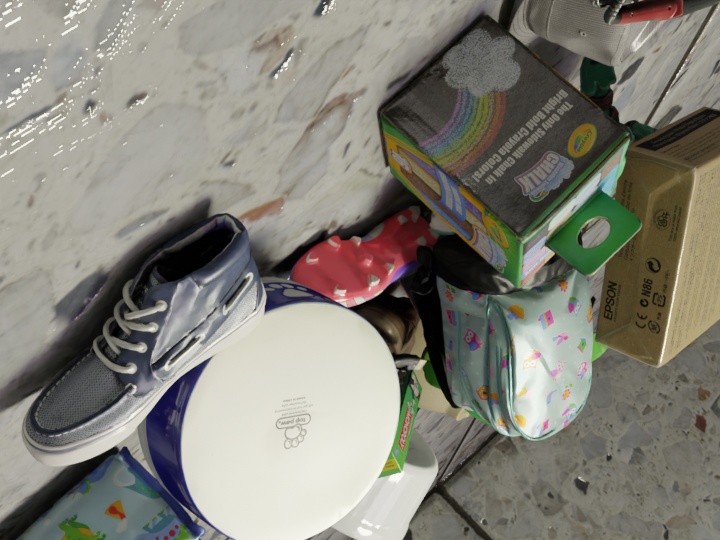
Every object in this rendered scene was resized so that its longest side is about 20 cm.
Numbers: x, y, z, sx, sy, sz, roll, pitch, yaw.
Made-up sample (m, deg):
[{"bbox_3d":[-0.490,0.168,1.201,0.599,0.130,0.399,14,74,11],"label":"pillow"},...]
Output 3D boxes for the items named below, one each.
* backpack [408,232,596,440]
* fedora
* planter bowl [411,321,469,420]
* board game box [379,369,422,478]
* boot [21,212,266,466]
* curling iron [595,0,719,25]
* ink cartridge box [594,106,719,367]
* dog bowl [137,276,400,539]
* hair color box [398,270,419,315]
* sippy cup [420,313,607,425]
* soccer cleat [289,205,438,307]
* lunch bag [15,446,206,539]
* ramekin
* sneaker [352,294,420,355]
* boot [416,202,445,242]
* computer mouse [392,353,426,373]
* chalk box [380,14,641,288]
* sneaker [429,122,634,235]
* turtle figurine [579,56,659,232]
[{"bbox_3d":[0.141,0.057,1.082,0.167,0.127,0.200,-18,118,-28],"label":"backpack"},{"bbox_3d":[0.209,-0.233,0.945,0.177,0.090,0.200,-36,162,-30],"label":"fedora"},{"bbox_3d":[0.120,0.103,1.480,0.200,0.135,0.200,-42,164,-15],"label":"planter bowl"},{"bbox_3d":[-0.042,0.171,1.156,0.200,0.029,0.135,-18,-155,22],"label":"board game box"},{"bbox_3d":[-0.153,0.042,0.787,0.200,0.073,0.090,-40,149,-23],"label":"boot"},{"bbox_3d":[0.235,-0.208,0.882,0.200,0.026,0.050,-12,138,-51],"label":"curling iron"},{"bbox_3d":[0.299,-0.035,1.079,0.165,0.075,0.200,-27,128,-45],"label":"ink cartridge box"},{"bbox_3d":[-0.069,0.110,0.914,0.200,0.079,0.201,-9,106,-32],"label":"dog bowl"},{"bbox_3d":[0.113,0.014,1.279,0.111,0.064,0.200,-30,172,6],"label":"hair color box"},{"bbox_3d":[0.164,0.082,1.237,0.130,0.177,0.140,-44,157,-72],"label":"sippy cup"},{"bbox_3d":[0.000,0.000,1.056,0.200,0.067,0.077,-31,163,-49],"label":"soccer cleat"},{"bbox_3d":[-0.232,0.263,1.029,0.170,0.127,0.200,-42,177,-20],"label":"lunch bag"},{"bbox_3d":[-0.008,0.210,1.322,0.098,0.200,0.200,-56,162,10],"label":"ramekin"},{"bbox_3d":[0.028,0.055,1.288,0.076,0.070,0.200,-62,171,-13],"label":"sneaker"},{"bbox_3d":[0.139,-0.094,1.184,0.200,0.064,0.187,-18,149,-49],"label":"boot"},{"bbox_3d":[0.018,0.104,1.242,0.140,0.046,0.200,-17,155,32],"label":"computer mouse"},{"bbox_3d":[0.130,-0.078,0.930,0.124,0.200,0.124,-43,164,-8],"label":"chalk box"},{"bbox_3d":[0.146,-0.103,1.034,0.200,0.091,0.078,-21,-170,-5],"label":"sneaker"},{"bbox_3d":[0.221,-0.125,1.132,0.149,0.101,0.200,-26,141,11],"label":"turtle figurine"}]
